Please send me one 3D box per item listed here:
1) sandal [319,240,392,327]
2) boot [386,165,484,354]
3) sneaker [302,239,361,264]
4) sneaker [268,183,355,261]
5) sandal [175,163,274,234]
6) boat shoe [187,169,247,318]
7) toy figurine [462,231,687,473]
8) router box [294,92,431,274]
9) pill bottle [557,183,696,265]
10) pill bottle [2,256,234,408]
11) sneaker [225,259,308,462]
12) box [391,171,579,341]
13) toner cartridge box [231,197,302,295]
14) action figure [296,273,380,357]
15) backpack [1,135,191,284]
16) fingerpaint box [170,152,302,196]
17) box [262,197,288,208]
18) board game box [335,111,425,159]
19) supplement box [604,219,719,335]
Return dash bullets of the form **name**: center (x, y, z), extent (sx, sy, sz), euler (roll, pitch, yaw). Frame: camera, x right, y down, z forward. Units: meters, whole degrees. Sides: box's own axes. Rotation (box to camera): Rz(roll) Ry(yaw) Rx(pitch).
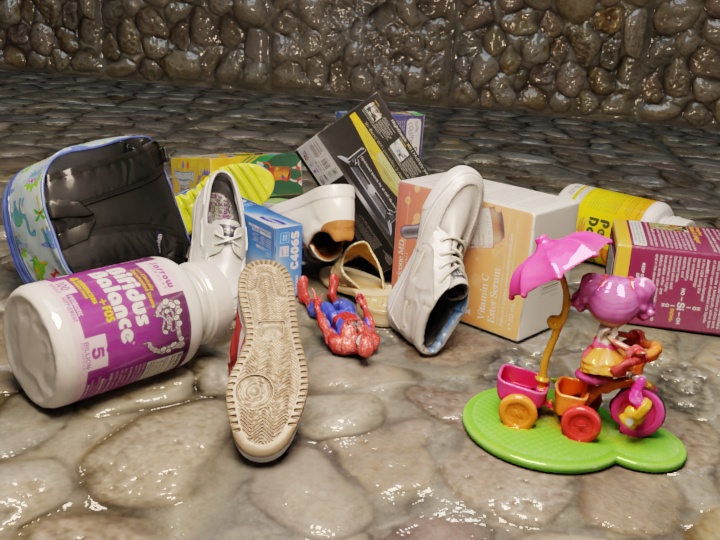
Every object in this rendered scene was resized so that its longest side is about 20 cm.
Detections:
- **sandal**: center (0.005, 0.000, 1.053), extent (0.077, 0.071, 0.212), euler (-3, 19, -20)
- **boot**: center (0.099, -0.008, 0.908), extent (0.073, 0.202, 0.096), euler (14, 15, -28)
- **sneaker**: center (0.013, -0.048, 1.179), extent (0.198, 0.076, 0.082), euler (-20, 10, -27)
- **sneaker**: center (-0.069, -0.049, 1.075), extent (0.072, 0.086, 0.199), euler (-3, -6, -28)
- **sandal**: center (-0.224, -0.106, 1.257), extent (0.198, 0.080, 0.087), euler (-21, 8, -4)
- **boat shoe**: center (-0.165, -0.036, 1.001), extent (0.071, 0.069, 0.202), euler (12, 47, -18)
- **toy figurine**: center (0.195, 0.061, 0.723), extent (0.197, 0.187, 0.150), euler (10, 19, 16)
- **router box**: center (0.023, -0.121, 1.132), extent (0.052, 0.201, 0.157), euler (-26, 11, 44)
- **pill bottle**: center (0.387, -0.058, 1.237), extent (0.199, 0.111, 0.108), euler (20, 24, 41)
- **pill bottle**: center (-0.221, 0.049, 0.794), extent (0.111, 0.114, 0.199), euler (19, 24, 38)
- **sneaker**: center (-0.088, 0.101, 0.761), extent (0.070, 0.113, 0.202), euler (3, 48, -8)
- **box**: center (0.147, -0.024, 1.020), extent (0.199, 0.154, 0.106), euler (18, 23, 40)
- **toner cartridge box**: center (-0.148, -0.038, 1.098), extent (0.043, 0.096, 0.199), euler (-11, 23, -36)
- **action figure**: center (-0.023, 0.050, 0.939), extent (0.065, 0.052, 0.200), euler (1, 21, -20)
- **backpack**: center (-0.322, -0.054, 0.990), extent (0.145, 0.185, 0.200), euler (-13, 7, 30)
- **fingerpaint box**: center (-0.218, -0.166, 1.449), extent (0.165, 0.074, 0.199), euler (-8, 10, -30)
- **box**: center (-0.112, -0.071, 1.303), extent (0.142, 0.037, 0.200), euler (8, 20, 13)
- **board game box**: center (0.024, -0.136, 1.255), extent (0.134, 0.203, 0.034), euler (-4, 20, -24)
- **supplement box**: center (0.414, 0.008, 1.054), extent (0.197, 0.105, 0.131), euler (7, 18, 13)
